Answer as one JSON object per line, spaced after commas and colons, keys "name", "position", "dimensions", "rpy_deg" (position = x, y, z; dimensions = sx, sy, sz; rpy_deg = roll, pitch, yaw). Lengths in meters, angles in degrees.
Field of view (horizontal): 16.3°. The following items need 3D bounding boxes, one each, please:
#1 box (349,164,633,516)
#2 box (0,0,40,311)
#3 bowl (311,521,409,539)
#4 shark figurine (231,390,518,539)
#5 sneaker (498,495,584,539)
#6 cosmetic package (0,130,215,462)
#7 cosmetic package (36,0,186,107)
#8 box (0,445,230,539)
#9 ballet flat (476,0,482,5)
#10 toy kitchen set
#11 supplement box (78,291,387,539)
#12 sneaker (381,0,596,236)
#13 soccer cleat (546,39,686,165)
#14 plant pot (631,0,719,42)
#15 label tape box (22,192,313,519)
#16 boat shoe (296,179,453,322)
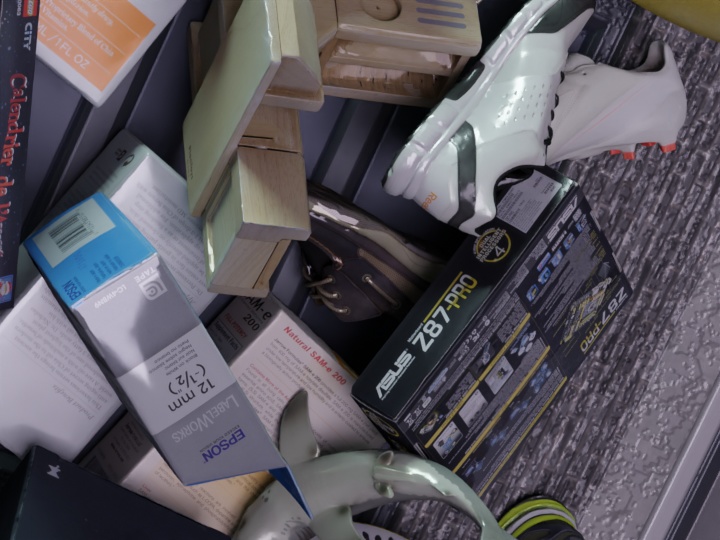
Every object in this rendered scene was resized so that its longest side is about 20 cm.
{"name": "box", "position": [0.092, 0.047, 1.672], "dimensions": [0.200, 0.049, 0.161], "rpy_deg": [-53, 145, -11]}
{"name": "box", "position": [-0.265, -0.085, 1.524], "dimensions": [0.038, 0.136, 0.201], "rpy_deg": [-15, 115, -56]}
{"name": "bowl", "position": [-0.019, 0.280, 1.704], "dimensions": [0.199, 0.094, 0.202], "rpy_deg": [0, 105, 1]}
{"name": "shark figurine", "position": [0.022, 0.150, 1.630], "dimensions": [0.089, 0.213, 0.129], "rpy_deg": [32, 61, -63]}
{"name": "sneaker", "position": [0.093, 0.255, 1.774], "dimensions": [0.074, 0.081, 0.201], "rpy_deg": [31, 94, -24]}
{"name": "cosmetic package", "position": [-0.174, 0.021, 1.609], "dimensions": [0.101, 0.071, 0.200], "rpy_deg": [42, 88, -25]}
{"name": "cosmetic package", "position": [-0.143, -0.213, 1.561], "dimensions": [0.101, 0.071, 0.200], "rpy_deg": [38, 90, -24]}
{"name": "box", "position": [-0.195, 0.231, 1.601], "dimensions": [0.147, 0.105, 0.200], "rpy_deg": [26, 127, -15]}
{"name": "ballet flat", "position": [0.077, -0.236, 1.628], "dimensions": [0.068, 0.075, 0.201], "rpy_deg": [19, 99, -24]}
{"name": "toy kitchen set", "position": [0.000, -0.106, 1.538], "dimensions": [0.179, 0.201, 0.163], "rpy_deg": [6, 146, -19]}
{"name": "supplement box", "position": [-0.088, 0.124, 1.676], "dimensions": [0.200, 0.074, 0.126], "rpy_deg": [-46, 116, -1]}
{"name": "sneaker", "position": [0.098, -0.103, 1.626], "dimensions": [0.080, 0.074, 0.200], "rpy_deg": [37, 69, 4]}
{"name": "soccer cleat", "position": [0.128, -0.104, 1.694], "dimensions": [0.199, 0.069, 0.078], "rpy_deg": [-14, 105, -22]}
{"name": "plant pot", "position": [0.196, -0.255, 1.619], "dimensions": [0.141, 0.200, 0.201], "rpy_deg": [11, 103, 4]}
{"name": "label tape box", "position": [-0.117, 0.064, 1.516], "dimensions": [0.066, 0.143, 0.201], "rpy_deg": [-31, 114, -8]}
{"name": "boat shoe", "position": [0.000, 0.000, 1.672], "dimensions": [0.199, 0.074, 0.074], "rpy_deg": [27, 95, -23]}
